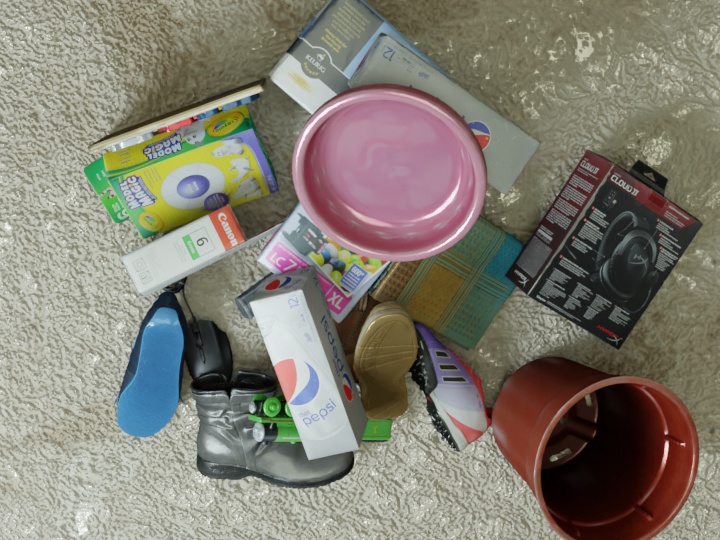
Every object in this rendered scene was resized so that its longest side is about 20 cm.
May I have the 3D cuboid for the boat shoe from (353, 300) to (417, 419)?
[{"bbox_3d":[0.023,0.091,1.452,0.073,0.069,0.201,-5,142,-8],"label":"boat shoe"}]

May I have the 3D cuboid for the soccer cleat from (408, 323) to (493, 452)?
[{"bbox_3d":[0.105,0.128,1.526,0.073,0.068,0.201,-33,125,-11],"label":"soccer cleat"}]

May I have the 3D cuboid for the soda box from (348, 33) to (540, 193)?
[{"bbox_3d":[0.087,-0.165,1.345,0.199,0.063,0.068,32,99,-11],"label":"soda box"}]

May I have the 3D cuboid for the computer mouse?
[{"bbox_3d":[-0.201,0.055,1.533,0.058,0.034,0.201,-19,101,2],"label":"computer mouse"}]

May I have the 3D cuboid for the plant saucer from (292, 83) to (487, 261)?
[{"bbox_3d":[0.032,-0.104,1.309,0.199,0.051,0.201,6,126,8],"label":"plant saucer"}]

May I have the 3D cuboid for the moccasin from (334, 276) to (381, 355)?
[{"bbox_3d":[0.001,0.001,1.491,0.078,0.074,0.202,21,93,-44],"label":"moccasin"}]

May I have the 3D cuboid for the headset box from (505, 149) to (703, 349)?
[{"bbox_3d":[0.290,-0.032,1.502,0.148,0.077,0.201,28,98,-23],"label":"headset box"}]

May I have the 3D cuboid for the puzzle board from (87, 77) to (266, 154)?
[{"bbox_3d":[-0.198,-0.171,1.429,0.199,0.151,0.017,-19,101,1],"label":"puzzle board"}]

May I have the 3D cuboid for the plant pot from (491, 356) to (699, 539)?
[{"bbox_3d":[0.254,0.194,1.487,0.200,0.195,0.202,-3,102,-16],"label":"plant pot"}]

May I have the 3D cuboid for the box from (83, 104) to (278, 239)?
[{"bbox_3d":[-0.204,-0.108,1.464,0.199,0.049,0.118,-18,144,3],"label":"box"}]

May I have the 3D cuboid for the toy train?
[{"bbox_3d":[-0.045,0.176,1.504,0.199,0.042,0.057,5,90,-35],"label":"toy train"}]

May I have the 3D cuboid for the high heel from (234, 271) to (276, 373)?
[{"bbox_3d":[-0.047,0.070,1.536,0.142,0.071,0.201,-37,115,-17],"label":"high heel"}]

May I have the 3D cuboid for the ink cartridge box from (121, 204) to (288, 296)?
[{"bbox_3d":[-0.172,-0.036,1.468,0.199,0.109,0.051,-28,91,-8],"label":"ink cartridge box"}]

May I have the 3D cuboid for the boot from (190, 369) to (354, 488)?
[{"bbox_3d":[-0.103,0.187,1.528,0.199,0.070,0.132,1,118,-4],"label":"boot"}]

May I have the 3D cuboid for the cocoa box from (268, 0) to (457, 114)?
[{"bbox_3d":[0.013,-0.206,1.442,0.200,0.133,0.131,40,96,-9],"label":"cocoa box"}]

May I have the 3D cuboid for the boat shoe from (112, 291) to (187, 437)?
[{"bbox_3d":[-0.236,0.113,1.518,0.084,0.069,0.201,18,125,-15],"label":"boat shoe"}]

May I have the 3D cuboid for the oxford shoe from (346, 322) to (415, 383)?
[{"bbox_3d":[0.034,0.053,1.526,0.071,0.071,0.201,32,99,-10],"label":"oxford shoe"}]

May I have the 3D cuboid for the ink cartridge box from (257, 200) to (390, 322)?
[{"bbox_3d":[-0.009,-0.053,1.400,0.119,0.042,0.200,37,108,-6],"label":"ink cartridge box"}]

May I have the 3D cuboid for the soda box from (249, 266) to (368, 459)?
[{"bbox_3d":[-0.054,0.103,1.410,0.063,0.068,0.201,-13,110,15],"label":"soda box"}]

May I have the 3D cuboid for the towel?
[{"bbox_3d":[0.110,0.003,1.486,0.200,0.022,0.147,28,99,-45],"label":"towel"}]
